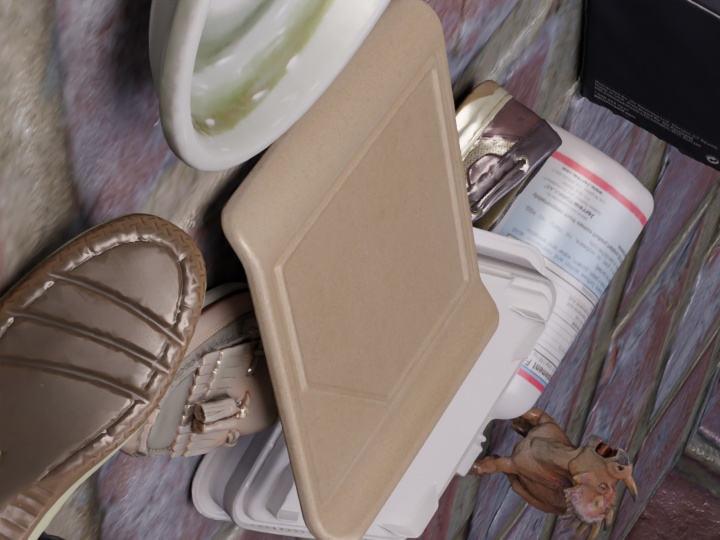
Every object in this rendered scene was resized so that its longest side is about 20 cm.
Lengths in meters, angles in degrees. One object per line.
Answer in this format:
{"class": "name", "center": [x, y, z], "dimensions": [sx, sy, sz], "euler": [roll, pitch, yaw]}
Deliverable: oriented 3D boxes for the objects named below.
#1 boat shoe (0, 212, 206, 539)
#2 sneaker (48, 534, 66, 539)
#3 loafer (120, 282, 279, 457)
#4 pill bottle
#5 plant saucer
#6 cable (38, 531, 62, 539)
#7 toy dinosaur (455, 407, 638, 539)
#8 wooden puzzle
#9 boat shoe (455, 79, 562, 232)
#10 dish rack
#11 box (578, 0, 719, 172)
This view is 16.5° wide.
{"class": "boat shoe", "center": [-0.131, 0.062, 0.955], "dimensions": [0.200, 0.072, 0.076], "euler": [-51, 180, -2]}
{"class": "sneaker", "center": [-0.114, 0.183, 1.037], "dimensions": [0.070, 0.200, 0.078], "euler": [18, 103, -39]}
{"class": "loafer", "center": [-0.050, 0.045, 1.172], "dimensions": [0.200, 0.063, 0.072], "euler": [-32, 150, -61]}
{"class": "pill bottle", "center": [0.079, 0.015, 1.458], "dimensions": [0.200, 0.109, 0.109], "euler": [-58, 166, -3]}
{"class": "plant saucer", "center": [-0.027, -0.134, 0.913], "dimensions": [0.200, 0.050, 0.200], "euler": [-53, 164, -22]}
{"class": "cable", "center": [-0.156, 0.207, 0.991], "dimensions": [0.051, 0.163, 0.200], "euler": [27, 96, -38]}
{"class": "toy dinosaur", "center": [0.161, 0.167, 1.998], "dimensions": [0.086, 0.135, 0.200], "euler": [-58, 166, -3]}
{"class": "wooden puzzle", "center": [0.000, 0.000, 1.168], "dimensions": [0.185, 0.037, 0.200], "euler": [-55, 142, -40]}
{"class": "boat shoe", "center": [0.041, -0.007, 1.373], "dimensions": [0.200, 0.065, 0.072], "euler": [-59, 167, 4]}
{"class": "dish rack", "center": [0.017, 0.068, 1.331], "dimensions": [0.171, 0.044, 0.200], "euler": [14, 112, -45]}
{"class": "box", "center": [0.236, -0.199, 1.532], "dimensions": [0.200, 0.123, 0.198], "euler": [-55, 164, -16]}
